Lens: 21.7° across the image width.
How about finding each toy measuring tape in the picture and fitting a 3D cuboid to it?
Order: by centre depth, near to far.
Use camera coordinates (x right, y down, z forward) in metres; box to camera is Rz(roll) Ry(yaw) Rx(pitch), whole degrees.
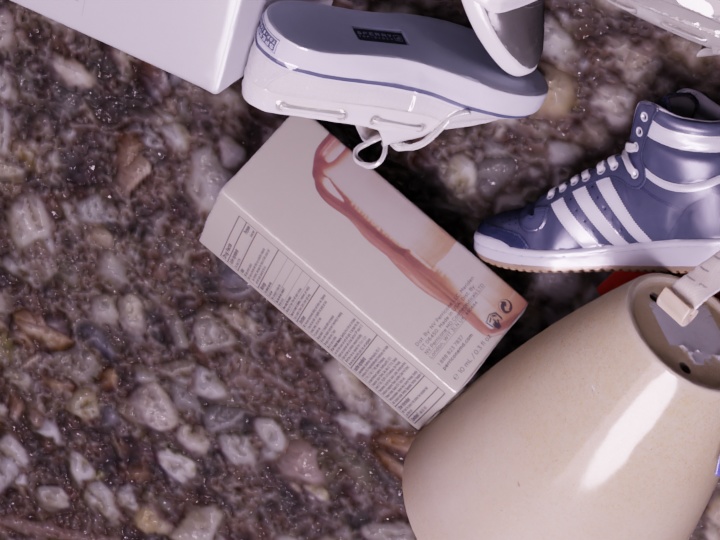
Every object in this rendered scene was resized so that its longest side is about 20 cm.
[{"bbox_3d":[0.257,-0.021,1.103,0.200,0.074,0.074,-37,97,-11],"label":"toy measuring tape"}]

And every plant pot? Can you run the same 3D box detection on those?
[{"bbox_3d":[0.152,0.100,1.170,0.187,0.187,0.200,37,128,5],"label":"plant pot"}]

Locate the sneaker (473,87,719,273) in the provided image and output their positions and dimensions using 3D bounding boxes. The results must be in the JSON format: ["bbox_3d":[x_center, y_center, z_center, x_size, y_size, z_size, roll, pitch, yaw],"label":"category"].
[{"bbox_3d":[0.158,-0.056,1.177,0.199,0.070,0.109,1,104,33],"label":"sneaker"}]

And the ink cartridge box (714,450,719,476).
[{"bbox_3d":[0.323,0.044,1.082,0.199,0.047,0.199,4,110,-19],"label":"ink cartridge box"}]

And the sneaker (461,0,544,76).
[{"bbox_3d":[0.109,-0.215,1.120,0.099,0.071,0.201,0,109,30],"label":"sneaker"}]

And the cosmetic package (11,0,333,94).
[{"bbox_3d":[-0.119,-0.241,1.156,0.199,0.167,0.167,25,121,13],"label":"cosmetic package"}]

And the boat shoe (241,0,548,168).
[{"bbox_3d":[0.018,-0.105,1.164,0.086,0.201,0.075,-62,39,35],"label":"boat shoe"}]

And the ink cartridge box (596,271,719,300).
[{"bbox_3d":[0.264,0.046,1.188,0.200,0.057,0.163,42,124,-4],"label":"ink cartridge box"}]

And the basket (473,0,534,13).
[{"bbox_3d":[0.055,-0.254,1.019,0.200,0.135,0.124,42,123,13],"label":"basket"}]

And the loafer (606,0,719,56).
[{"bbox_3d":[0.222,-0.155,1.105,0.199,0.070,0.070,28,146,3],"label":"loafer"}]

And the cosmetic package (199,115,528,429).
[{"bbox_3d":[0.000,0.000,1.243,0.200,0.087,0.103,41,158,1],"label":"cosmetic package"}]
